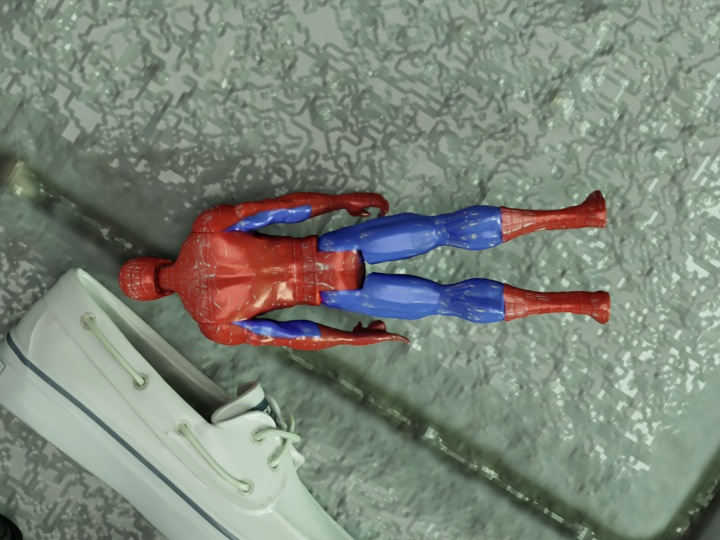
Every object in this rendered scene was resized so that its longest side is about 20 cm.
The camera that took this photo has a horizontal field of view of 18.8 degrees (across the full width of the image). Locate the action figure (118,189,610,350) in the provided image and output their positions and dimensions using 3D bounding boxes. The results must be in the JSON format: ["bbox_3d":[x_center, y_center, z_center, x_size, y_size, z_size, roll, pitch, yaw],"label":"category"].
[{"bbox_3d":[0.000,0.000,0.888,0.199,0.052,0.066,-2,95,1],"label":"action figure"}]

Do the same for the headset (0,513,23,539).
[{"bbox_3d":[-0.162,0.151,0.880,0.199,0.094,0.124,-17,101,11],"label":"headset"}]

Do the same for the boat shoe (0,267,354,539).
[{"bbox_3d":[-0.058,0.076,0.884,0.200,0.074,0.067,35,99,-8],"label":"boat shoe"}]
